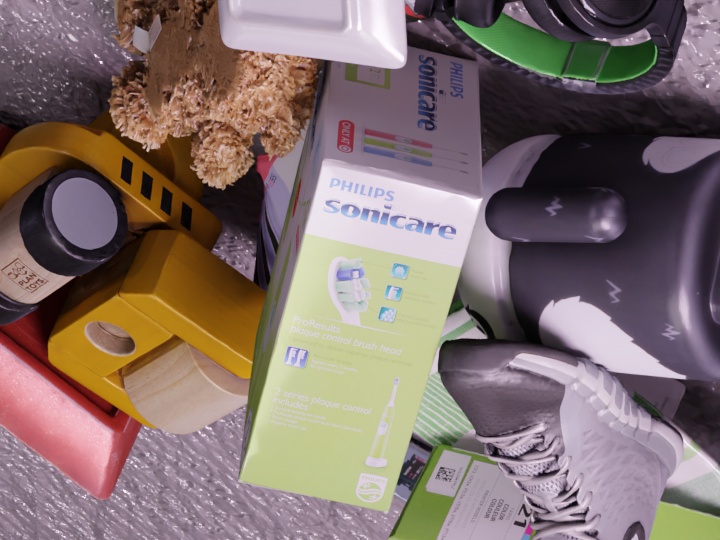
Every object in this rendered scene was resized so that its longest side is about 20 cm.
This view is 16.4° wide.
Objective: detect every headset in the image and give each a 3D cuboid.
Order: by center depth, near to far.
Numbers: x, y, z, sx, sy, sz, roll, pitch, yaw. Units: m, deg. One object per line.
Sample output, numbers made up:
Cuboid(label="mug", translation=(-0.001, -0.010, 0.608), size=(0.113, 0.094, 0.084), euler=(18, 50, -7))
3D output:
Cuboid(label="headset", translation=(0.082, -0.154, 1.142), size=(0.123, 0.094, 0.200), euler=(10, 158, 28))

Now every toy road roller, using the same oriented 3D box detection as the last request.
Cuboid(label="toy road roller", translation=(-0.128, -0.014, 1.472), size=(0.200, 0.146, 0.123), euler=(38, 143, -18))

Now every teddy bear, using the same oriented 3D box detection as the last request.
Cuboid(label="teddy bear", translation=(-0.077, -0.114, 1.322), size=(0.067, 0.146, 0.200), euler=(-1, 168, -29))

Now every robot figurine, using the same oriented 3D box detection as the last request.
Cuboid(label="robot figurine", translation=(0.142, -0.006, 1.273), size=(0.199, 0.125, 0.151), euler=(5, 128, 35))

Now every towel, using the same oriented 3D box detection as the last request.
Cuboid(label="towel", translation=(0.106, 0.094, 1.423), size=(0.200, 0.023, 0.152), euler=(40, 143, -13))

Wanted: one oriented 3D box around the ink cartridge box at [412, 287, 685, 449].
Cuboid(label="ink cartridge box", translation=(0.079, 0.066, 1.492), size=(0.200, 0.067, 0.116), euler=(30, 150, 1))

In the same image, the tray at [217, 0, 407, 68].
Cuboid(label="tray", translation=(-0.033, -0.193, 1.158), size=(0.107, 0.022, 0.201), euler=(10, 115, 31))

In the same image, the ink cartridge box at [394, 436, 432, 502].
Cuboid(label="ink cartridge box", translation=(0.010, 0.102, 1.573), size=(0.200, 0.042, 0.119), euler=(32, -171, 1))

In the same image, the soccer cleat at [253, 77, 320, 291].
Cuboid(label="soccer cleat", translation=(-0.033, -0.043, 1.441), size=(0.076, 0.067, 0.200), euler=(43, 150, 8))

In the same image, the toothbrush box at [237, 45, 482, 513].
Cuboid(label="toothbrush box", translation=(0.000, 0.000, 1.299), size=(0.086, 0.146, 0.201), euler=(13, 122, -6))

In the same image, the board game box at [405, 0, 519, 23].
Cuboid(label="board game box", translation=(0.032, -0.171, 1.228), size=(0.200, 0.023, 0.105), euler=(-6, 132, 45))

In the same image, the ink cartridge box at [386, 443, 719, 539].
Cuboid(label="ink cartridge box", translation=(0.129, 0.192, 1.445), size=(0.199, 0.076, 0.148), euler=(12, 141, 23))

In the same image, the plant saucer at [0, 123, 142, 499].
Cuboid(label="plant saucer", translation=(-0.194, 0.011, 1.537), size=(0.200, 0.200, 0.037), euler=(39, 128, -15))

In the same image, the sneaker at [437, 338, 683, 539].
Cuboid(label="sneaker", translation=(0.101, 0.113, 1.283), size=(0.075, 0.116, 0.200), euler=(-1, 159, 39))
